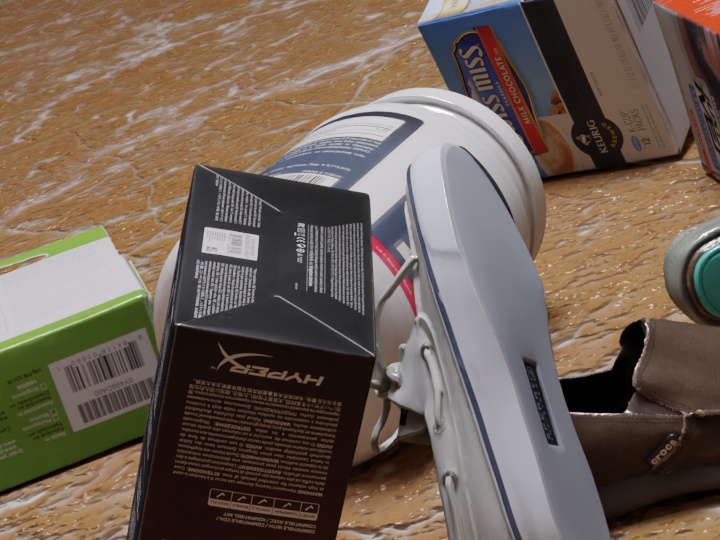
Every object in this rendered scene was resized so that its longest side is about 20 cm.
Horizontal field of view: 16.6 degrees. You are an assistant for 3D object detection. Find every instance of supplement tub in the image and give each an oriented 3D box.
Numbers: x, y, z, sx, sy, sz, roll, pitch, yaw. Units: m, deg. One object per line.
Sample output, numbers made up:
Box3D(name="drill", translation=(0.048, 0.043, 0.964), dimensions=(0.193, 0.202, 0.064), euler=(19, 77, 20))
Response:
Box3D(name="supplement tub", translation=(0.000, 0.000, 1.233), dimensions=(0.140, 0.140, 0.200), euler=(-8, 20, 31))

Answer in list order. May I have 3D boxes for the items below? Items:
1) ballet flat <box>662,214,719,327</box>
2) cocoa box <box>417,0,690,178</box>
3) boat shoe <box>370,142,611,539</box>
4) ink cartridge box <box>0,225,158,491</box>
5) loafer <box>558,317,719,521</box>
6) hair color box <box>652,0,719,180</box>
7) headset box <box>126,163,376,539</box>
Box3D(name="ballet flat", translation=(0.240, -0.027, 1.200), dimensions=(0.200, 0.067, 0.064), euler=(-19, 10, -2))
Box3D(name="cocoa box", translation=(0.142, -0.169, 1.552), dimensions=(0.131, 0.133, 0.200), euler=(-9, 35, 29))
Box3D(name="boat shoe", translation=(0.036, 0.050, 1.010), dimensions=(0.086, 0.202, 0.075), euler=(-26, -21, 24))
Box3D(name="ink cartridge box", translation=(-0.188, 0.048, 1.390), dimensions=(0.148, 0.076, 0.200), euler=(-21, 16, -7))
Box3D(name="loafer", translation=(0.138, 0.054, 1.041), dimensions=(0.200, 0.071, 0.073), euler=(-18, 17, 0))
Box3D(name="hair color box", translation=(0.227, -0.092, 1.336), dimensions=(0.064, 0.111, 0.200), euler=(-21, 17, -6))
Box3D(name="headset box", translation=(-0.049, 0.081, 0.953), dimensions=(0.075, 0.200, 0.149), euler=(10, 24, -5))
